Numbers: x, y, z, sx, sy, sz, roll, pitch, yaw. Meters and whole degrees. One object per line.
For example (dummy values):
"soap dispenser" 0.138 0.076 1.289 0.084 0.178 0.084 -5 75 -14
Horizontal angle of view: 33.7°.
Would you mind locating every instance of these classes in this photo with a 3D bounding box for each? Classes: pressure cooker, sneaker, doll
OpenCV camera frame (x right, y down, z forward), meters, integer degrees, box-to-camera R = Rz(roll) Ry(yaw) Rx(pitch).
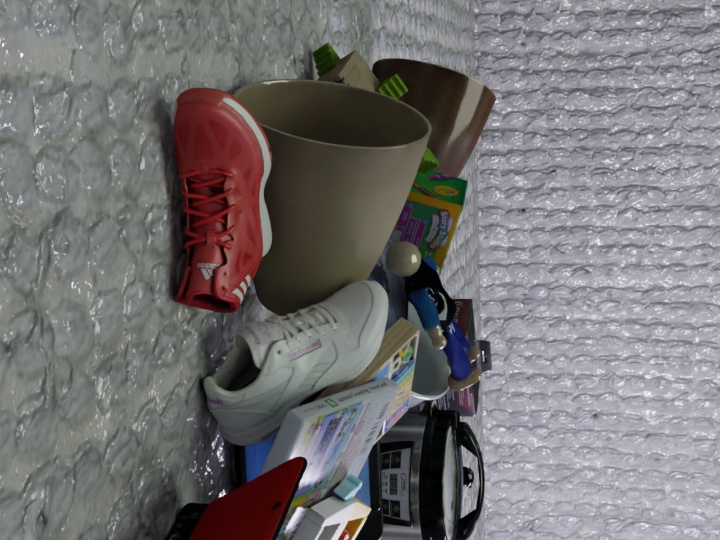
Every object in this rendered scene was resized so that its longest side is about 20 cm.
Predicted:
"pressure cooker" 0.056 0.259 1.487 0.179 0.200 0.176 -76 162 -47
"sneaker" -0.116 -0.043 0.974 0.200 0.078 0.116 76 17 -45
"doll" 0.085 0.047 1.358 0.137 0.048 0.200 -87 154 -54
"sneaker" -0.055 0.071 1.075 0.200 0.075 0.100 -41 137 -15

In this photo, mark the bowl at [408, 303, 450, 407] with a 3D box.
"bowl" 0.006 0.097 1.418 0.201 0.090 0.201 36 25 -20

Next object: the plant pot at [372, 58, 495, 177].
"plant pot" 0.080 -0.178 1.725 0.187 0.187 0.200 37 69 -75

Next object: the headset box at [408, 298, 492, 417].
"headset box" 0.072 0.115 1.562 0.075 0.200 0.149 -75 160 -51

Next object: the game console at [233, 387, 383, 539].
"game console" -0.049 0.213 1.212 0.116 0.176 0.200 -149 -124 -71

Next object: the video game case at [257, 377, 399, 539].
"video game case" -0.050 0.199 1.093 0.182 0.022 0.200 -9 128 -61

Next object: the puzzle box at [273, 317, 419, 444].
"puzzle box" -0.014 0.151 1.167 0.200 0.025 0.133 -42 152 -35

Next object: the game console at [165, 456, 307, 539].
"game console" -0.108 0.262 0.909 0.200 0.118 0.173 -63 151 -64

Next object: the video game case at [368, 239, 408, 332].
"video game case" 0.000 0.000 1.338 0.143 0.019 0.200 41 28 -20

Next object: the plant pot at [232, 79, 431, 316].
"plant pot" -0.041 -0.059 1.143 0.187 0.187 0.200 -64 165 -65

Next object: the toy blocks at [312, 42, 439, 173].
"toy blocks" 0.001 -0.160 1.394 0.200 0.100 0.137 52 33 -18

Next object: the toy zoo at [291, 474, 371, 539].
"toy zoo" -0.051 0.286 1.141 0.200 0.020 0.131 -60 160 3

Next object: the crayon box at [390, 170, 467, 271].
"crayon box" 0.055 -0.039 1.537 0.058 0.119 0.200 -74 180 -52
